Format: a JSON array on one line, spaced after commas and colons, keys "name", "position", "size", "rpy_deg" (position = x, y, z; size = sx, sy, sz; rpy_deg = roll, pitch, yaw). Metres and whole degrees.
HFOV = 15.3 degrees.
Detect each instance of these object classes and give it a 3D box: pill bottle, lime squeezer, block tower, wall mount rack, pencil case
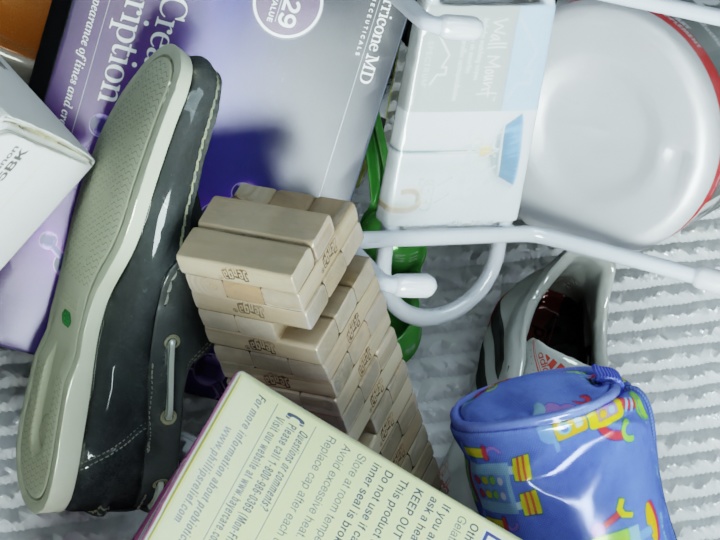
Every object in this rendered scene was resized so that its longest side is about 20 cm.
[{"name": "pill bottle", "position": [0.145, -0.082, 1.254], "size": [0.114, 0.114, 0.200], "rpy_deg": [47, 28, 9]}, {"name": "lime squeezer", "position": [0.000, 0.000, 1.216], "size": [0.070, 0.038, 0.202], "rpy_deg": [18, 72, -32]}, {"name": "block tower", "position": [-0.015, 0.051, 1.101], "size": [0.057, 0.201, 0.054], "rpy_deg": [11, 50, 26]}, {"name": "wall mount rack", "position": [0.083, -0.056, 1.124], "size": [0.173, 0.201, 0.075], "rpy_deg": [-3, 26, -27]}, {"name": "pencil case", "position": [0.104, 0.135, 1.121], "size": [0.086, 0.078, 0.201], "rpy_deg": [-19, 102, 0]}]

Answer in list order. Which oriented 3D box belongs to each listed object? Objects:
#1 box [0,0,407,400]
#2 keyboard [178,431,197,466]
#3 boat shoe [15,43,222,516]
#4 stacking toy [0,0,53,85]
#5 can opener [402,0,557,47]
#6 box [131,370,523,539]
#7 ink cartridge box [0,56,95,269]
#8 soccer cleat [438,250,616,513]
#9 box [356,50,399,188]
[{"name": "box", "position": [-0.073, -0.056, 1.142], "size": [0.140, 0.201, 0.079], "rpy_deg": [13, 13, -15]}, {"name": "keyboard", "position": [0.007, 0.127, 1.109], "size": [0.199, 0.056, 0.011], "rpy_deg": [25, 55, 19]}, {"name": "boat shoe", "position": [-0.086, 0.006, 1.086], "size": [0.067, 0.201, 0.072], "rpy_deg": [8, 17, -22]}, {"name": "stacking toy", "position": [-0.117, -0.192, 1.186], "size": [0.145, 0.201, 0.147], "rpy_deg": [19, 32, -12]}, {"name": "can opener", "position": [0.056, -0.144, 1.288], "size": [0.078, 0.064, 0.200], "rpy_deg": [33, 19, -1]}, {"name": "box", "position": [-0.007, 0.161, 1.049], "size": [0.199, 0.176, 0.097], "rpy_deg": [31, 55, -1]}, {"name": "ink cartridge box", "position": [-0.228, -0.063, 1.087], "size": [0.147, 0.083, 0.200], "rpy_deg": [-47, 67, 8]}, {"name": "soccer cleat", "position": [0.074, 0.077, 1.187], "size": [0.068, 0.085, 0.201], "rpy_deg": [22, 55, -8]}, {"name": "box", "position": [-0.013, -0.141, 1.303], "size": [0.075, 0.050, 0.201], "rpy_deg": [18, 55, -10]}]
